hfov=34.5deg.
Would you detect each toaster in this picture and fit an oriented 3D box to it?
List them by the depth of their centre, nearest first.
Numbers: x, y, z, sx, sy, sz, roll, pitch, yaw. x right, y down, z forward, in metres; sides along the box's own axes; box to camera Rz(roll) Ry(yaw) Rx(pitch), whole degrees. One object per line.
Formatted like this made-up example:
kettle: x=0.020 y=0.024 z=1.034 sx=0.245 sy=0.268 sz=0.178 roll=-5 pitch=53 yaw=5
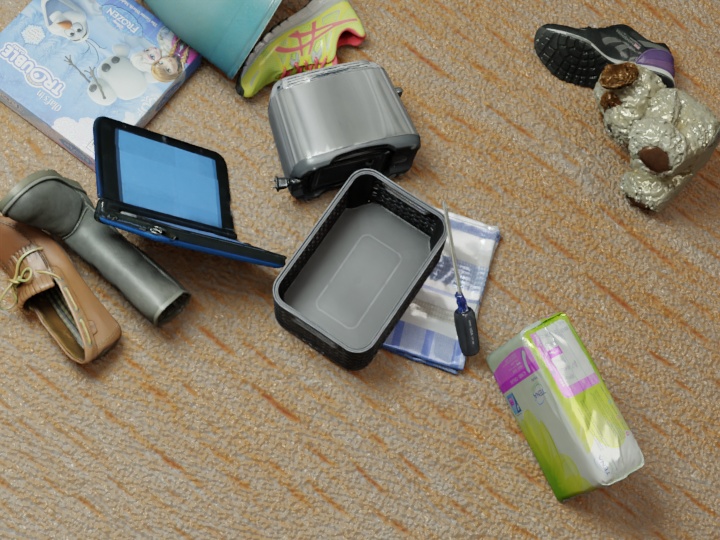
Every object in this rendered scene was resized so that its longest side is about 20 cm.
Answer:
toaster: x=-0.032 y=-0.171 z=1.419 sx=0.199 sy=0.114 sz=0.130 roll=-15 pitch=72 yaw=-14

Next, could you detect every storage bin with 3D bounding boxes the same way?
storage bin: x=0.000 y=0.000 z=1.365 sx=0.135 sy=0.094 sz=0.200 roll=33 pitch=74 yaw=7

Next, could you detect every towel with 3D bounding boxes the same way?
towel: x=0.084 y=0.014 z=1.429 sx=0.146 sy=0.024 sz=0.201 roll=19 pitch=70 yaw=-4

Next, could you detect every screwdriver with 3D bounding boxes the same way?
screwdriver: x=0.110 y=0.012 z=1.352 sx=0.029 sy=0.028 sz=0.201 roll=-13 pitch=114 yaw=10

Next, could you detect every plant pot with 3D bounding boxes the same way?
plant pot: x=-0.183 y=-0.363 z=1.384 sx=0.188 sy=0.200 sz=0.200 roll=30 pitch=69 yaw=-11

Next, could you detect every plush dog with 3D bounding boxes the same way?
plush dog: x=0.367 y=-0.195 z=1.461 sx=0.160 sy=0.200 sz=0.172 roll=-41 pitch=71 yaw=-5

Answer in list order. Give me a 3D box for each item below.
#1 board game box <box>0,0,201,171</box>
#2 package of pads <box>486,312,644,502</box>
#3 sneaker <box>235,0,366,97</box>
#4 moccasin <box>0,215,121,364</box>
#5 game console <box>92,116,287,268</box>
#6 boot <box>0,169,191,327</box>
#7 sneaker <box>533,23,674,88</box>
board game box: x=-0.333 y=-0.252 z=1.417 sx=0.200 sy=0.043 sz=0.199 roll=36 pitch=70 yaw=1
package of pads: x=0.234 y=0.160 z=1.343 sx=0.068 sy=0.155 sz=0.200 roll=-24 pitch=79 yaw=-18
sneaker: x=-0.071 y=-0.274 z=1.462 sx=0.200 sy=0.078 sz=0.090 roll=-42 pitch=92 yaw=-18
moccasin: x=-0.359 y=0.023 z=1.305 sx=0.202 sy=0.074 sz=0.078 roll=54 pitch=33 yaw=1
game console: x=-0.191 y=-0.087 z=1.310 sx=0.200 sy=0.170 sz=0.119 roll=13 pitch=92 yaw=-47
boot: x=-0.292 y=-0.019 z=1.294 sx=0.073 sy=0.182 sz=0.200 roll=-41 pitch=82 yaw=15
sneaker: x=0.328 y=-0.295 z=1.562 sx=0.199 sy=0.076 sz=0.088 roll=20 pitch=55 yaw=-9
